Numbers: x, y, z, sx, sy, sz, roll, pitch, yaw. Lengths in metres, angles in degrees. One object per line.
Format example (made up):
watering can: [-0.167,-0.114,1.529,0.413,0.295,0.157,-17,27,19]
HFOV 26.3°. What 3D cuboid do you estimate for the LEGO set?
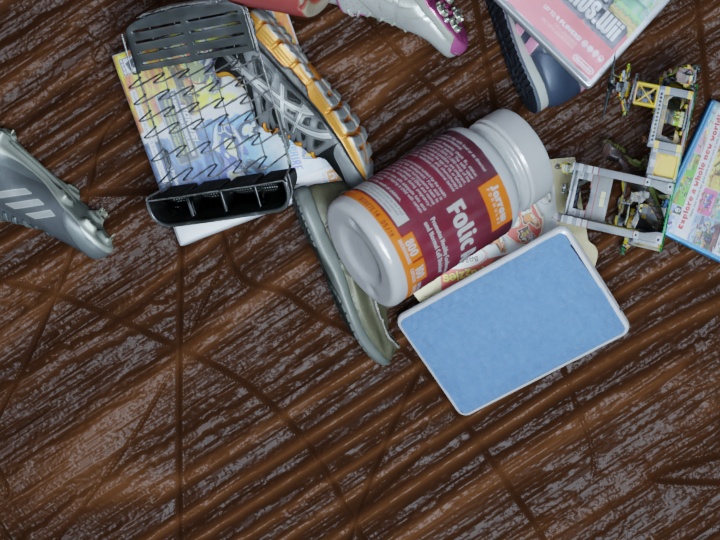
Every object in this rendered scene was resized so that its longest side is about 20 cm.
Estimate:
LEGO set: [0.251,-0.111,1.488,0.114,0.154,0.203,13,105,12]

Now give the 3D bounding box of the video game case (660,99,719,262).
video game case: [0.412,-0.065,1.558,0.198,0.018,0.144,25,93,-2]

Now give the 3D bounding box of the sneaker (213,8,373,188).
sneaker: [-0.060,-0.153,1.480,0.077,0.078,0.201,-39,91,12]

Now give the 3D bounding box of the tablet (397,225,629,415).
tablet: [0.149,0.052,1.511,0.199,0.014,0.131,-29,107,21]

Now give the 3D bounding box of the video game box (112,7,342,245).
video game box: [-0.128,-0.148,1.531,0.180,0.047,0.202,-21,93,-3]

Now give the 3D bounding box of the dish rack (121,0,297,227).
dish rack: [-0.147,-0.149,1.443,0.152,0.055,0.202,-7,110,22]

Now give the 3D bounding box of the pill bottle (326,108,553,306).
pill bottle: [0.077,-0.063,1.453,0.199,0.114,0.115,-33,93,-19]

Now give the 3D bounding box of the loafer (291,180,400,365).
loafer: [0.000,0.000,1.514,0.069,0.075,0.202,-25,110,-5]

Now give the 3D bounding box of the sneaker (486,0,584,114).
sneaker: [0.172,-0.262,1.524,0.081,0.070,0.202,-20,99,-8]

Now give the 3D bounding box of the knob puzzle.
knob puzzle: [0.140,-0.005,1.550,0.216,0.030,0.223,0,92,-2]

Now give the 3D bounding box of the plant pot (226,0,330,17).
plant pot: [-0.102,-0.329,1.420,0.176,0.200,0.203,23,92,12]

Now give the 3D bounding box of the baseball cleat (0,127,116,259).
baseball cleat: [-0.337,-0.064,1.528,0.200,0.070,0.107,44,98,7]

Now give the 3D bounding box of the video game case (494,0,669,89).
video game case: [0.234,-0.295,1.473,0.143,0.017,0.200,43,89,0]

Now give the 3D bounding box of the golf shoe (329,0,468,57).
golf shoe: [0.021,-0.277,1.523,0.200,0.075,0.091,46,113,-4]
